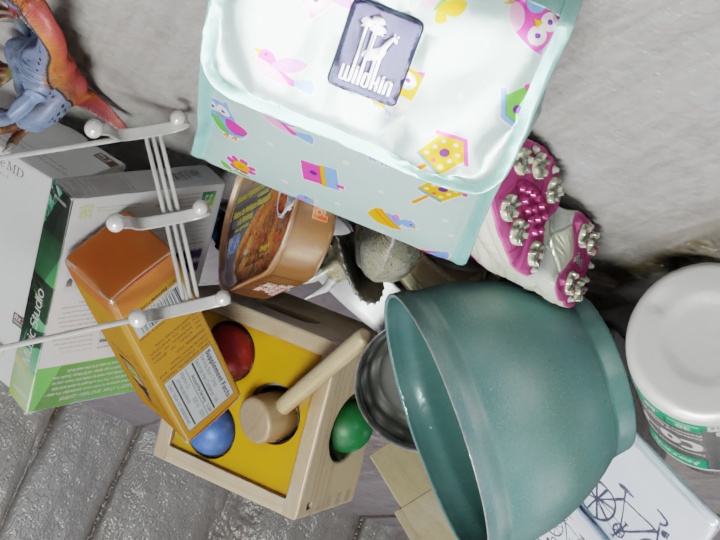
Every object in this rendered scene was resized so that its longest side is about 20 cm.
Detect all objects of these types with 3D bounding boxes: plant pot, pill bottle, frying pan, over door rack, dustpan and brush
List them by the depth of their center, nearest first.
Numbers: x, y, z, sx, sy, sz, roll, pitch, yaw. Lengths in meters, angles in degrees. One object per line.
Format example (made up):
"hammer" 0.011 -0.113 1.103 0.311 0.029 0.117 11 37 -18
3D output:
"over door rack" -0.200 -0.024 1.114 0.199 0.149 0.067 -13 176 -14
"plant pot" 0.113 0.092 1.128 0.133 0.201 0.200 -18 169 -9
"pill bottle" 0.253 0.079 1.135 0.112 0.114 0.200 15 164 20
"frying pan" 0.061 0.053 1.221 0.114 0.191 0.031 13 -159 0
"dustpan and brush" 0.000 0.000 1.256 0.140 0.057 0.200 43 -175 35

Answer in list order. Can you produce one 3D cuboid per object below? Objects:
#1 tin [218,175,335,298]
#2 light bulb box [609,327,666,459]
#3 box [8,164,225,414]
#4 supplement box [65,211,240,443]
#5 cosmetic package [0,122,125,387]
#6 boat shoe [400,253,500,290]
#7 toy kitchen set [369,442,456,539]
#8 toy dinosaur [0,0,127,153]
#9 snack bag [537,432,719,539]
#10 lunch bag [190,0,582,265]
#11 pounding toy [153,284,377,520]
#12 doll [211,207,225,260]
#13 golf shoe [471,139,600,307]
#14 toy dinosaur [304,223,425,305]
"tin" -0.058 -0.041 1.129 0.042 0.113 0.200 9 171 -18
"light bulb box" 0.153 0.122 1.411 0.197 0.126 0.200 11 164 32
"box" -0.195 0.014 1.268 0.144 0.201 0.036 -8 -144 -41
"supplement box" -0.160 0.049 1.249 0.066 0.069 0.201 37 157 34
"cosmetic package" -0.273 -0.019 1.292 0.112 0.201 0.081 29 -149 22
"boat shoe" 0.101 0.029 1.265 0.200 0.065 0.072 40 -172 -6
"toy kitchen set" 0.139 0.221 1.399 0.201 0.180 0.163 57 176 23
"toy dinosaur" -0.219 -0.152 1.092 0.199 0.106 0.181 -11 176 -37
"snack bag" 0.172 0.190 1.231 0.189 0.021 0.201 48 133 23
"lunch bag" 0.009 -0.106 0.788 0.169 0.123 0.200 23 158 0
"pounding toy" -0.064 0.103 1.355 0.199 0.185 0.142 20 -168 28
"doll" -0.091 -0.027 1.352 0.136 0.049 0.200 32 167 -5
"golf shoe" 0.091 -0.033 1.035 0.091 0.076 0.200 16 164 28
"toy dinosaur" 0.025 -0.028 1.079 0.077 0.103 0.200 24 166 -15
